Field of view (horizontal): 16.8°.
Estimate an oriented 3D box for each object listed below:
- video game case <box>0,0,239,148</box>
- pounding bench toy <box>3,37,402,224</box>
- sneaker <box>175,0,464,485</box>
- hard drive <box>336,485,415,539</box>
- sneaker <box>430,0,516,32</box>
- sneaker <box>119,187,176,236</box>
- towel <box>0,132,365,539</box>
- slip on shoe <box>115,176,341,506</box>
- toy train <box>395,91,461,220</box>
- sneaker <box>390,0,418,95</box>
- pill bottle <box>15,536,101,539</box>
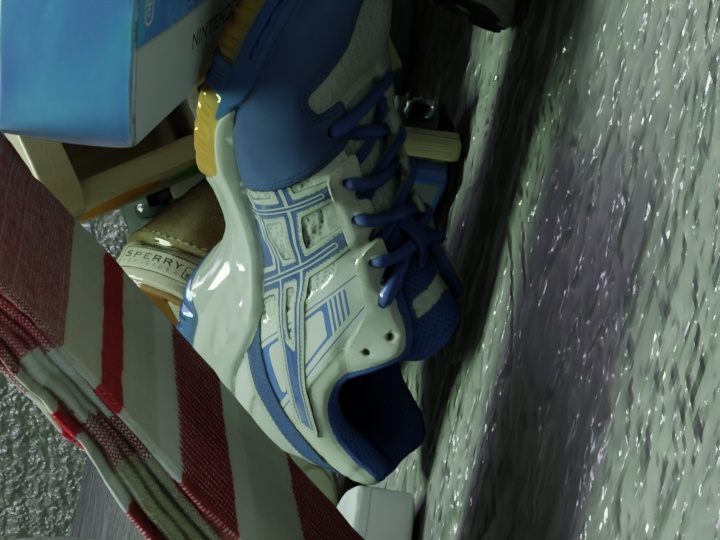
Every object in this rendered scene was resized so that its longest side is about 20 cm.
[{"bbox_3d":[-0.053,-0.158,0.705,0.181,0.045,0.202,-58,-26,-66],"label":"video game case"},{"bbox_3d":[-0.110,-0.117,0.879,0.201,0.155,0.124,65,158,3],"label":"pounding bench toy"},{"bbox_3d":[-0.001,-0.019,0.750,0.075,0.088,0.201,-45,-25,-39],"label":"sneaker"},{"bbox_3d":[-0.016,0.187,0.791,0.132,0.026,0.201,116,163,-61],"label":"hard drive"},{"bbox_3d":[0.036,-0.124,0.742,0.080,0.077,0.200,-59,10,-4],"label":"sneaker"},{"bbox_3d":[-0.064,-0.009,0.992,0.100,0.070,0.201,-96,-12,-50],"label":"sneaker"},{"bbox_3d":[-0.041,0.053,0.634,0.023,0.200,0.144,-39,14,6],"label":"towel"},{"bbox_3d":[-0.043,0.041,0.913,0.061,0.076,0.201,-60,-29,-29],"label":"slip on shoe"},{"bbox_3d":[0.000,0.000,0.895,0.200,0.034,0.046,111,163,-57],"label":"toy train"},{"bbox_3d":[-0.003,-0.139,0.980,0.082,0.073,0.202,171,97,-80],"label":"sneaker"},{"bbox_3d":[-0.083,0.192,0.765,0.111,0.110,0.202,-158,78,-82],"label":"pill bottle"}]
